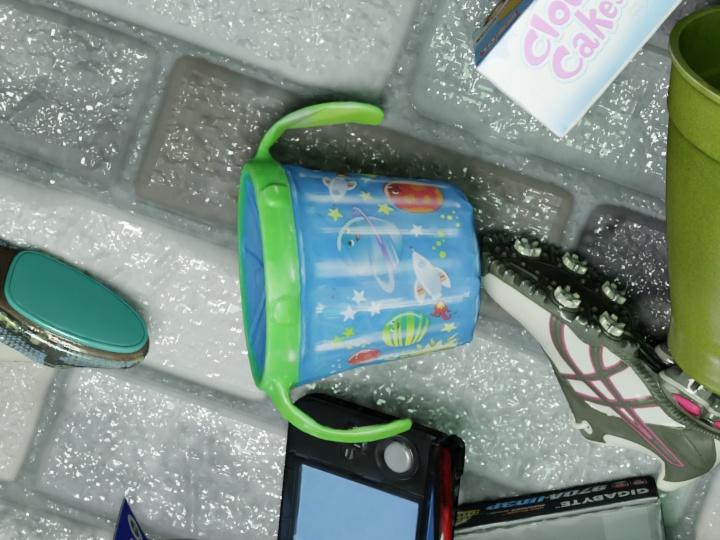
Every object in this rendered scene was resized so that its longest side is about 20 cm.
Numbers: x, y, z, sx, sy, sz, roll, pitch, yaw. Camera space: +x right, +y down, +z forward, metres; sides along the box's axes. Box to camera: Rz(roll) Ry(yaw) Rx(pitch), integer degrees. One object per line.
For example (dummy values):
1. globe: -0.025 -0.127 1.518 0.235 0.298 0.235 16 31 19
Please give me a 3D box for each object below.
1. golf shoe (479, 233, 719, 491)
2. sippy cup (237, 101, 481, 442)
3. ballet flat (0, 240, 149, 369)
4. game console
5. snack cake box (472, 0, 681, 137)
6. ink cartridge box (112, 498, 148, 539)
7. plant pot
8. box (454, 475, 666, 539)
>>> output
1. golf shoe: 0.141 0.058 1.689 0.200 0.077 0.088 35 116 -5
2. sippy cup: 0.000 0.000 1.645 0.130 0.140 0.178 -3 113 -8
3. ballet flat: -0.224 0.016 1.685 0.200 0.074 0.074 29 103 -6
4. game console: -0.003 0.196 1.664 0.172 0.119 0.200 16 111 28
5. snack cake box: 0.151 -0.179 1.601 0.067 0.115 0.200 38 101 -10
6. ink cartridge box: -0.092 0.234 1.723 0.037 0.095 0.200 -27 104 8
7. plant pot: 0.257 -0.027 1.617 0.200 0.200 0.193 8 116 -3
8. box: 0.121 0.237 1.751 0.159 0.046 0.200 -9 106 2
